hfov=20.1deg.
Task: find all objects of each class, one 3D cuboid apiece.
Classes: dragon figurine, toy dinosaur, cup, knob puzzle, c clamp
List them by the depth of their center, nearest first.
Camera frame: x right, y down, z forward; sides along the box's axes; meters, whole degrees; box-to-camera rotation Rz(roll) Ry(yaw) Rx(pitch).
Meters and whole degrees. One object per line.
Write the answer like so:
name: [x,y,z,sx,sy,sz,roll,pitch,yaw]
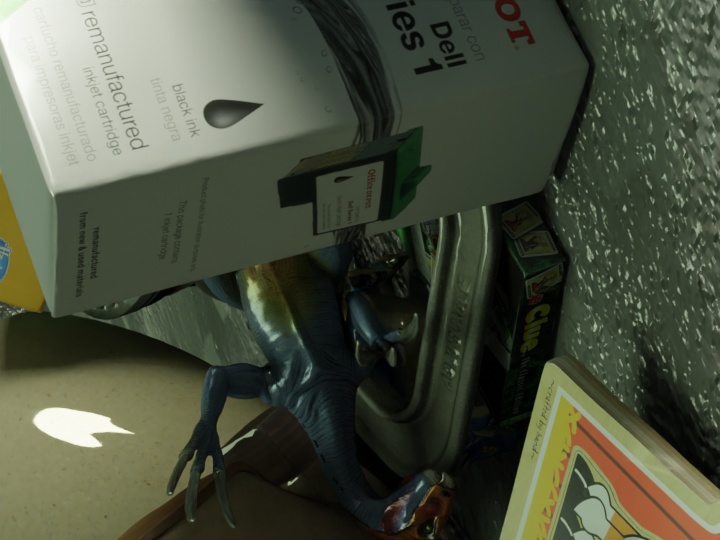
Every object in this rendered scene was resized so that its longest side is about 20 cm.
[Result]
knob puzzle: [0.103,0.158,0.709,0.219,0.030,0.221,28,125,50]
toy dinosaur: [-0.011,0.018,0.836,0.200,0.104,0.182,-72,-37,-54]
c clamp: [0.000,0.000,0.866,0.171,0.027,0.201,51,140,40]
dragon figurine: [0.010,0.045,0.958,0.200,0.059,0.100,-172,74,-66]
cup: [-0.098,0.120,0.968,0.200,0.142,0.202,2,-92,-64]

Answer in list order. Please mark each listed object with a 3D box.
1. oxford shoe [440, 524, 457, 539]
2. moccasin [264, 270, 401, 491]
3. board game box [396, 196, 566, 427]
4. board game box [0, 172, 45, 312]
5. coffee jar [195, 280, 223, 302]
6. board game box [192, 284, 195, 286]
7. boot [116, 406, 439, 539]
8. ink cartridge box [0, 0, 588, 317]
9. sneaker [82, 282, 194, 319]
oxford shoe: [0.034,0.194,1.033,0.071,0.071,0.201,92,159,-56]
moccasin: [-0.018,0.086,1.049,0.078,0.073,0.202,-26,70,38]
board game box: [0.032,-0.042,0.873,0.105,0.023,0.201,91,157,-52]
board game box: [-0.130,-0.102,0.943,0.153,0.040,0.201,-99,31,-66]
coffee jar: [-0.070,-0.082,1.084,0.104,0.085,0.201,49,152,47]
board game box: [-0.121,-0.089,1.170,0.135,0.028,0.201,-6,-85,-75]
boot: [-0.031,0.148,0.850,0.070,0.200,0.147,-32,95,42]
ink cartridge box: [-0.037,-0.085,0.737,0.084,0.199,0.147,105,145,-58]
sneaker: [-0.069,-0.059,0.981,0.079,0.079,0.200,51,122,8]
